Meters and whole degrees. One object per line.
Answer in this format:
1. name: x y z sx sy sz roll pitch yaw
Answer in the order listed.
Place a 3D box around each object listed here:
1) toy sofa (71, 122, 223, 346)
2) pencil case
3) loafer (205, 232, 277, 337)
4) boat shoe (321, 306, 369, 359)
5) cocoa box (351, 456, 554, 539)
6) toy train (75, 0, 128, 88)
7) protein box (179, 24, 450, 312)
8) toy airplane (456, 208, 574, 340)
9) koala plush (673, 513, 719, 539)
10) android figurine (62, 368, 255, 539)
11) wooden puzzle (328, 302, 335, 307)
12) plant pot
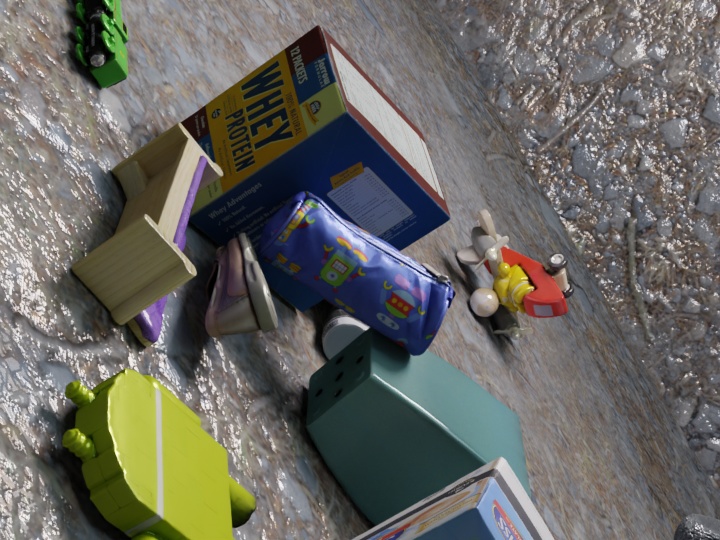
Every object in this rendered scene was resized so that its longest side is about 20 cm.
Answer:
1. toy sofa: -0.168 -0.033 1.176 0.098 0.082 0.201 50 19 -22
2. pencil case: 0.000 0.000 1.319 0.199 0.087 0.078 32 23 -11
3. loafer: -0.118 0.014 1.265 0.200 0.062 0.073 -124 -164 -74
4. boat shoe: 0.034 0.115 1.515 0.199 0.074 0.068 37 17 -16
5. cocoa box: 0.056 0.266 1.104 0.134 0.199 0.131 59 18 1
6. toy train: -0.256 -0.255 1.372 0.201 0.041 0.057 -102 164 -46
7. protein box: -0.051 -0.098 1.409 0.200 0.198 0.136 41 24 -43
8. toy airplane: 0.214 0.012 2.115 0.200 0.141 0.199 50 -20 1
9. koala plush: 0.557 0.513 2.131 0.182 0.201 0.178 15 26 -19
10. android figurine: -0.145 0.153 1.004 0.200 0.041 0.183 46 22 -39
11. wooden puzzle: -0.024 0.000 1.601 0.185 0.037 0.201 41 17 -45
12. plant pot: 0.047 0.164 1.362 0.200 0.141 0.142 43 22 -21
